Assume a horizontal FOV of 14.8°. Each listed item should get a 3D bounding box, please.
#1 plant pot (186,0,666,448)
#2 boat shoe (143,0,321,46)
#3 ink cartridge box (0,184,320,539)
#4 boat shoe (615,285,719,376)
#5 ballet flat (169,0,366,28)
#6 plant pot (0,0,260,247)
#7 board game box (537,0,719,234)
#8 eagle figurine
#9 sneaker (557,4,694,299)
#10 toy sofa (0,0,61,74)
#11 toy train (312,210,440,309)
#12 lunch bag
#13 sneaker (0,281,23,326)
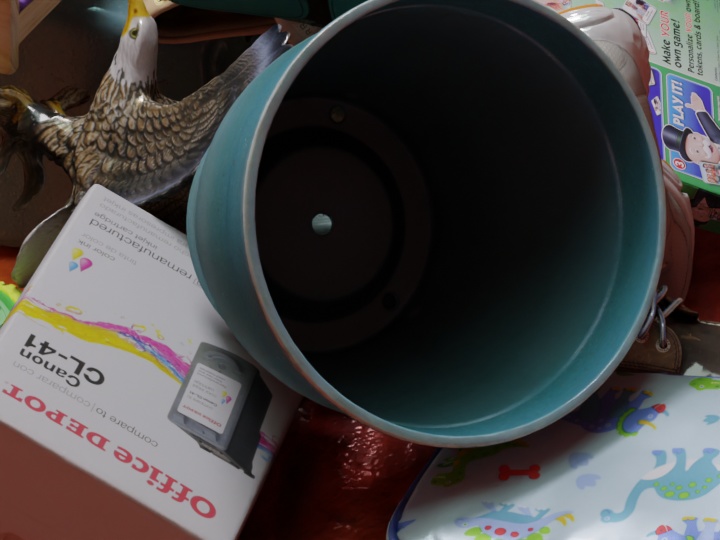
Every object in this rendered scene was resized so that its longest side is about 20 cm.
[{"bbox_3d":[0.008,-0.024,1.278,0.200,0.200,0.188,-26,9,-20],"label":"plant pot"},{"bbox_3d":[-0.033,-0.153,1.518,0.199,0.074,0.069,-2,66,26],"label":"boat shoe"},{"bbox_3d":[-0.113,0.068,1.336,0.147,0.086,0.200,31,33,-5],"label":"ink cartridge box"},{"bbox_3d":[0.130,0.043,1.353,0.199,0.073,0.072,-5,31,17],"label":"boat shoe"},{"bbox_3d":[-0.011,-0.157,1.445,0.199,0.074,0.074,16,36,10],"label":"ballet flat"},{"bbox_3d":[-0.148,-0.129,1.666,0.200,0.196,0.196,12,37,23],"label":"plant pot"},{"bbox_3d":[0.137,-0.120,1.486,0.134,0.029,0.200,18,47,-15],"label":"board game box"},{"bbox_3d":[-0.102,-0.072,1.462,0.199,0.151,0.152,8,47,22],"label":"eagle figurine"},{"bbox_3d":[0.122,-0.030,1.369,0.076,0.200,0.092,-12,44,12],"label":"sneaker"},{"bbox_3d":[-0.183,-0.202,1.534,0.083,0.098,0.200,17,38,15],"label":"toy sofa"},{"bbox_3d":[0.000,0.000,1.465,0.199,0.085,0.114,-7,7,15],"label":"toy train"},{"bbox_3d":[0.120,0.116,1.221,0.199,0.083,0.161,1,31,25],"label":"lunch bag"},{"bbox_3d":[-0.194,0.067,1.451,0.083,0.074,0.200,-18,29,-15],"label":"sneaker"}]
